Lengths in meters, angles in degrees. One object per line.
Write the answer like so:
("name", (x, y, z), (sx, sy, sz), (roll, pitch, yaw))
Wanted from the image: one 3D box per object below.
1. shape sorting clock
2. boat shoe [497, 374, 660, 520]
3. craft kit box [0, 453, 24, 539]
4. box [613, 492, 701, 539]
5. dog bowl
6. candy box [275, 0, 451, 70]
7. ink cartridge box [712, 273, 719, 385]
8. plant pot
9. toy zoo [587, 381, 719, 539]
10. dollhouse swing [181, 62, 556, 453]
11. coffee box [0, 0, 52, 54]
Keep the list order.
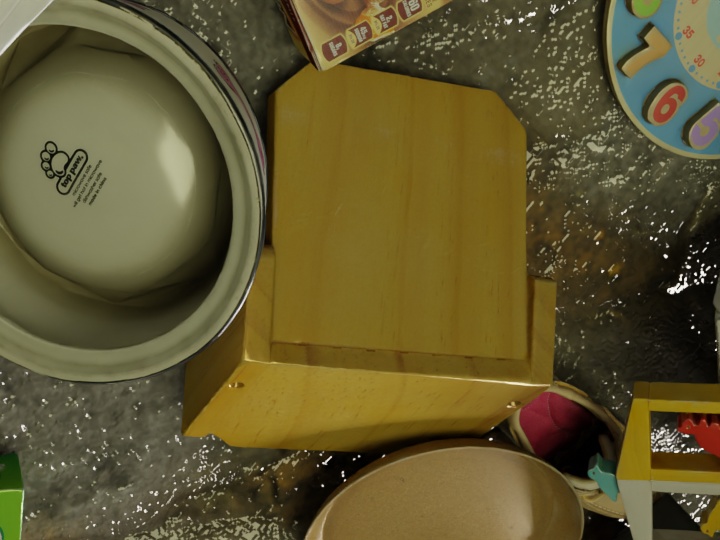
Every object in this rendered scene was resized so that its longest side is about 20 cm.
("shape sorting clock", (0.246, -0.165, 0.807), (0.197, 0.039, 0.203), (-8, 116, -17))
("boat shoe", (0.152, 0.127, 0.888), (0.199, 0.069, 0.074), (39, 96, -31))
("craft kit box", (-0.308, 0.210, 0.765), (0.194, 0.049, 0.203), (-1, 114, -24))
("box", (0.256, 0.291, 0.940), (0.124, 0.149, 0.200), (-40, 134, 1))
("dog bowl", (-0.136, -0.048, 0.654), (0.196, 0.074, 0.203), (4, 112, 10))
("candy box", (0.035, -0.211, 0.694), (0.198, 0.055, 0.116), (-29, 121, -6))
("ink cartridge box", (0.295, 0.078, 0.869), (0.084, 0.147, 0.203), (2, 122, 23))
("plant pot", (0.055, 0.180, 0.872), (0.196, 0.028, 0.202), (-5, 131, -6))
("toy zoo", (0.245, 0.132, 0.814), (0.196, 0.021, 0.133), (1, 121, 16))
("dollhouse swing", (0.000, 0.000, 0.791), (0.197, 0.179, 0.182), (5, 153, -23))
("coffee box", (-0.164, -0.244, 0.519), (0.200, 0.198, 0.200), (-45, 120, 2))
